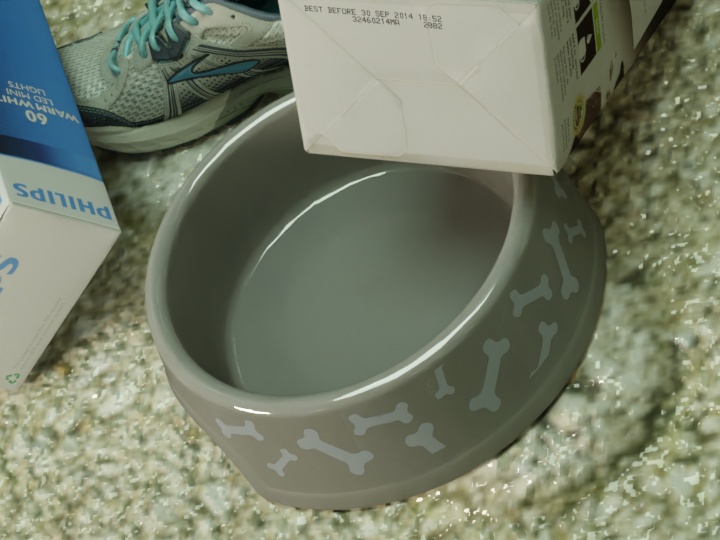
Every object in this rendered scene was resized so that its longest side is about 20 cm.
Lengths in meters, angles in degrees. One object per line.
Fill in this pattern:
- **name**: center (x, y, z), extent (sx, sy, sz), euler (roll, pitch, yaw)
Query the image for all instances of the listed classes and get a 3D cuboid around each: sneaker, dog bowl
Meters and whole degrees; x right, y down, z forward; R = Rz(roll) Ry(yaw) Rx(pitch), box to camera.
- **sneaker**: center (-0.065, -0.116, 1.311), extent (0.200, 0.086, 0.078), euler (-12, 51, 20)
- **dog bowl**: center (0.000, 0.000, 1.206), extent (0.200, 0.059, 0.200), euler (-15, 50, 18)

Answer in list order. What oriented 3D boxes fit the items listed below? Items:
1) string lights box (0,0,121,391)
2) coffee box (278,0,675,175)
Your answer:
- **string lights box**: center (-0.179, -0.054, 1.313), extent (0.103, 0.059, 0.200), euler (-54, 39, 29)
- **coffee box**: center (0.061, -0.125, 1.199), extent (0.113, 0.080, 0.200), euler (7, 35, 24)
